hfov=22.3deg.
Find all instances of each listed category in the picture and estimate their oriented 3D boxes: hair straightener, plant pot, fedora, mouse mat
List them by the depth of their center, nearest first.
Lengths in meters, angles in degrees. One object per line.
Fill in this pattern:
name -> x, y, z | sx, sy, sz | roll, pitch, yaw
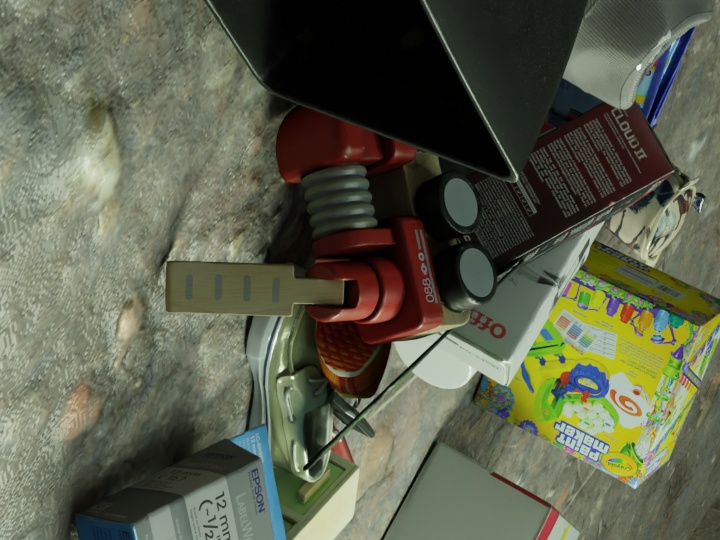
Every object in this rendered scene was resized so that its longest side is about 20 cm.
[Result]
plant pot -> 0.025, -0.200, 0.999 | 0.178, 0.198, 0.200 | -56, 143, -16
fedora -> 0.187, -0.178, 1.289 | 0.177, 0.090, 0.200 | -46, 173, 4
mouse mat -> 0.038, 0.073, 1.367 | 0.161, 0.008, 0.200 | -42, 177, -32
hair straightener -> -0.020, 0.100, 1.536 | 0.077, 0.041, 0.200 | -57, 154, -17

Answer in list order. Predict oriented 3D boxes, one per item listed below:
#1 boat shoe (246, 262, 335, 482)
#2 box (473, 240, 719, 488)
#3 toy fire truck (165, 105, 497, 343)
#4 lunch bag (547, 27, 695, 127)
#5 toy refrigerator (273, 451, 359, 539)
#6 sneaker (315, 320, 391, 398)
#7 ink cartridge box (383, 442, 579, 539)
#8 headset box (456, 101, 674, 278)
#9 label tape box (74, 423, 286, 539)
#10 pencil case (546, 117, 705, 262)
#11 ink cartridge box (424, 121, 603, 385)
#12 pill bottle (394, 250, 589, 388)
boat shoe -> -0.045, 0.080, 1.405 | 0.072, 0.062, 0.201 | -46, 152, -39
box -> 0.255, 0.090, 1.932 | 0.122, 0.199, 0.194 | -19, 133, -62
toy fire truck -> -0.028, -0.035, 1.237 | 0.199, 0.128, 0.178 | -4, 79, -47
lunch bag -> 0.197, -0.205, 1.523 | 0.094, 0.150, 0.202 | -18, 131, -61
toy refrigerator -> -0.087, 0.217, 1.449 | 0.200, 0.075, 0.070 | -43, 151, -41
sneaker -> 0.000, 0.000, 1.372 | 0.077, 0.072, 0.202 | 82, 19, -62
ink cartridge box -> 0.129, 0.294, 1.945 | 0.145, 0.144, 0.200 | -61, 158, -6
headset box -> 0.143, -0.057, 1.409 | 0.199, 0.075, 0.149 | -28, 175, -8
label tape box -> -0.103, 0.209, 1.307 | 0.199, 0.066, 0.145 | -22, 107, -47
pencil case -> 0.211, -0.101, 1.632 | 0.078, 0.200, 0.090 | -5, 132, -57
ink cartridge box -> 0.110, -0.027, 1.526 | 0.201, 0.144, 0.083 | -58, 169, -14
pill bottle -> 0.115, 0.013, 1.637 | 0.200, 0.111, 0.112 | -47, 154, -38
